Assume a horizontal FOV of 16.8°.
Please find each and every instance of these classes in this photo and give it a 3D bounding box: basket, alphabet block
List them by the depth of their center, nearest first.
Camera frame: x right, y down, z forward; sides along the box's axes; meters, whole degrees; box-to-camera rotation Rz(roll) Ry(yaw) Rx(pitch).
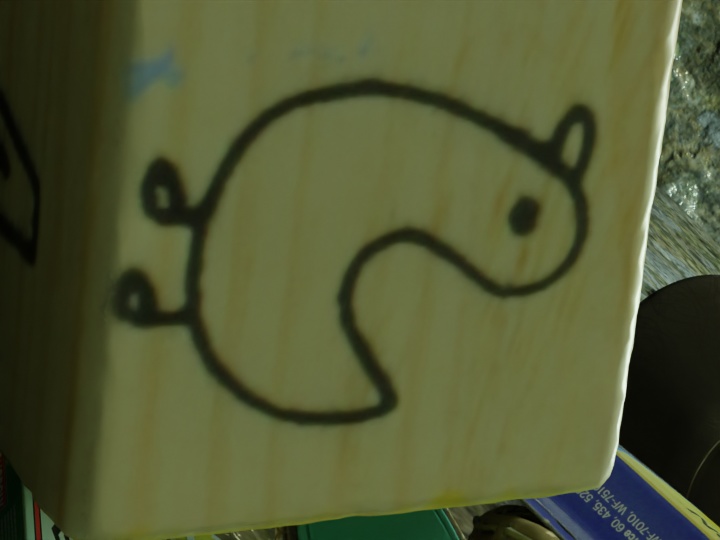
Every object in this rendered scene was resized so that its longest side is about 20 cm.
[{"bbox_3d":[-0.030,-0.048,0.786,0.195,0.200,0.196,-4,21,-24],"label":"alphabet block"},{"bbox_3d":[0.193,0.106,1.224,0.136,0.181,0.200,7,8,-6],"label":"basket"}]

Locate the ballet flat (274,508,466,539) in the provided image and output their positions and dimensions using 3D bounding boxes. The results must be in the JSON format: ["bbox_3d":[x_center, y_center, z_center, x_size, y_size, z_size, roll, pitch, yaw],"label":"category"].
[{"bbox_3d":[0.022,0.144,0.836,0.200,0.070,0.065,62,-21,-1],"label":"ballet flat"}]

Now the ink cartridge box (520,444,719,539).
[{"bbox_3d":[0.125,0.113,1.013,0.198,0.047,0.200,43,1,31],"label":"ink cartridge box"}]

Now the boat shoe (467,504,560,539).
[{"bbox_3d":[0.078,0.130,1.049,0.073,0.063,0.200,27,5,4],"label":"boat shoe"}]

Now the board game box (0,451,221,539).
[{"bbox_3d":[-0.060,0.130,0.749,0.135,0.029,0.200,38,13,-23],"label":"board game box"}]
